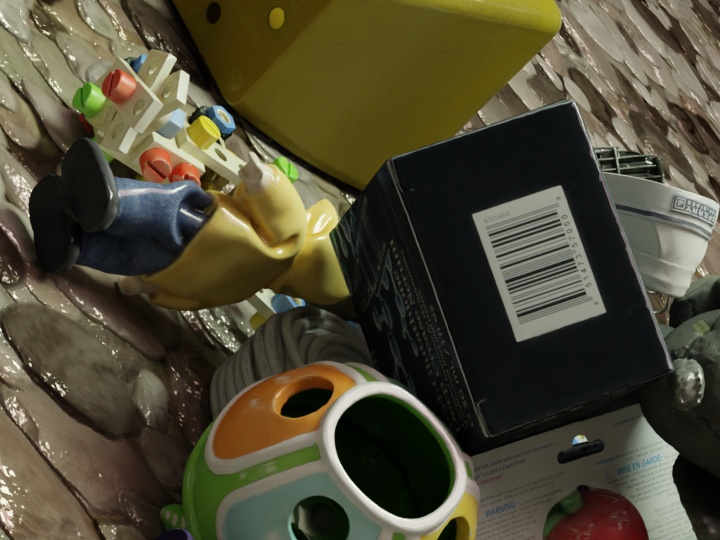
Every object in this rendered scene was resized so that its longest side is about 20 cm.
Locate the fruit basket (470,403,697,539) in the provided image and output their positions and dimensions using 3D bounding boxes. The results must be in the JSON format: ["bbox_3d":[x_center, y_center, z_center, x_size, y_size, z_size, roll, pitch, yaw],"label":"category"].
[{"bbox_3d":[0.129,0.179,1.498,0.185,0.094,0.201,-15,93,-38],"label":"fruit basket"}]

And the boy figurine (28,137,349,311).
[{"bbox_3d":[-0.078,-0.023,1.530,0.199,0.124,0.065,8,50,-38],"label":"boy figurine"}]

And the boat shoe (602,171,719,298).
[{"bbox_3d":[0.126,-0.019,1.553,0.072,0.066,0.200,18,-4,-34],"label":"boat shoe"}]

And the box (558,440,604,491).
[{"bbox_3d":[0.164,0.198,1.651,0.148,0.104,0.201,-4,80,-67],"label":"box"}]

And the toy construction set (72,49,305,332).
[{"bbox_3d":[-0.103,-0.058,1.625,0.200,0.092,0.131,50,16,-41],"label":"toy construction set"}]

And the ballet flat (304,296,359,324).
[{"bbox_3d":[0.000,0.000,1.654,0.046,0.067,0.200,46,-21,-9],"label":"ballet flat"}]

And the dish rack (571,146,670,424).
[{"bbox_3d":[0.121,0.007,1.638,0.055,0.152,0.201,87,-1,-45],"label":"dish rack"}]

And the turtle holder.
[{"bbox_3d":[-0.002,0.132,1.382,0.140,0.132,0.186,-14,73,-32],"label":"turtle holder"}]

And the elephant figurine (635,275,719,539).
[{"bbox_3d":[0.235,0.100,1.468,0.201,0.155,0.141,58,-21,-10],"label":"elephant figurine"}]

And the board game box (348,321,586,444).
[{"bbox_3d":[0.077,0.082,1.825,0.196,0.056,0.201,16,40,-60],"label":"board game box"}]

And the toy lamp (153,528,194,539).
[{"bbox_3d":[-0.032,0.206,1.347,0.200,0.058,0.058,43,21,-23],"label":"toy lamp"}]

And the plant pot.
[{"bbox_3d":[-0.019,-0.193,1.919,0.176,0.200,0.201,7,47,-48],"label":"plant pot"}]

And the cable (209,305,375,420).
[{"bbox_3d":[-0.002,0.115,1.566,0.200,0.069,0.200,50,18,-3],"label":"cable"}]

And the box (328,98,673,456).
[{"bbox_3d":[0.068,0.014,1.453,0.200,0.107,0.149,130,-59,-77],"label":"box"}]
